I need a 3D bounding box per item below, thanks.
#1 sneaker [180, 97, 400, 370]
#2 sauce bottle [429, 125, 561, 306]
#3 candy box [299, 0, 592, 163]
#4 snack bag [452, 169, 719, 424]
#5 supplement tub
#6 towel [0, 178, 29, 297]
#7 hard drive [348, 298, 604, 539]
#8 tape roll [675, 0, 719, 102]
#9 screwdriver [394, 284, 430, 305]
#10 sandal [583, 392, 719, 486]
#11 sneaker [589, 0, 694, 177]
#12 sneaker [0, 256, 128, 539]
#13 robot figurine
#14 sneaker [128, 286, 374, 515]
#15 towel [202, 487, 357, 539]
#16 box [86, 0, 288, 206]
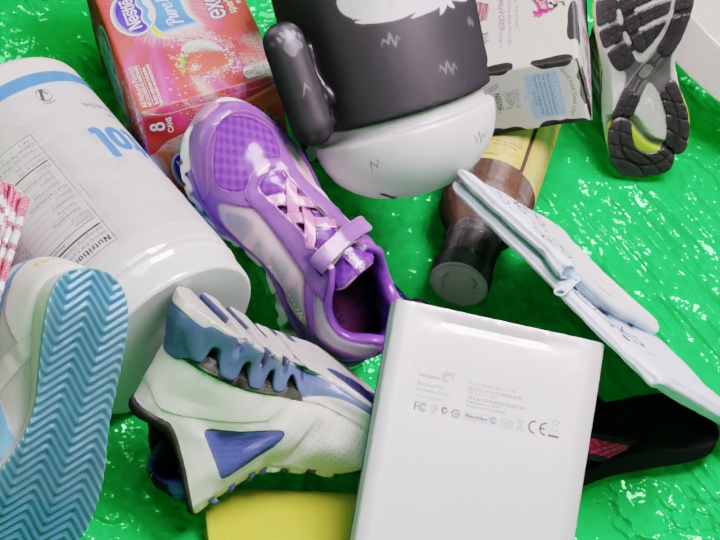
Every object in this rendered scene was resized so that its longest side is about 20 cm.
[{"bbox_3d":[-0.033,-0.021,1.677,0.080,0.088,0.200,-40,110,-22],"label":"sneaker"},{"bbox_3d":[0.089,-0.058,1.835,0.065,0.065,0.200,21,45,2],"label":"sauce bottle"},{"bbox_3d":[0.055,-0.152,1.856,0.200,0.061,0.136,-8,45,12],"label":"candy box"},{"bbox_3d":[0.157,0.022,1.726,0.200,0.021,0.189,47,9,27],"label":"snack bag"},{"bbox_3d":[-0.175,-0.024,1.675,0.132,0.132,0.200,-25,61,-34],"label":"supplement tub"},{"bbox_3d":[-0.247,0.056,1.567,0.030,0.146,0.200,24,45,-14],"label":"towel"},{"bbox_3d":[0.065,0.128,1.612,0.132,0.025,0.200,12,78,-11],"label":"hard drive"},{"bbox_3d":[0.292,-0.173,1.981,0.203,0.037,0.203,24,35,-19],"label":"tape roll"},{"bbox_3d":[0.000,0.000,1.777,0.200,0.028,0.029,41,22,16],"label":"screwdriver"},{"bbox_3d":[0.141,0.101,1.716,0.200,0.045,0.075,-11,46,-27],"label":"sandal"},{"bbox_3d":[0.185,-0.166,1.885,0.074,0.200,0.081,-9,35,-12],"label":"sneaker"},{"bbox_3d":[-0.193,0.091,1.563,0.077,0.200,0.081,18,-2,-37],"label":"sneaker"},{"bbox_3d":[0.012,-0.144,1.715,0.150,0.200,0.125,-17,10,-5],"label":"robot figurine"},{"bbox_3d":[-0.067,0.096,1.633,0.199,0.115,0.081,29,11,-37],"label":"sneaker"},{"bbox_3d":[0.004,0.169,1.637,0.200,0.018,0.086,4,43,-13],"label":"towel"},{"bbox_3d":[-0.116,-0.137,1.782,0.095,0.100,0.200,-16,44,-8],"label":"box"}]
